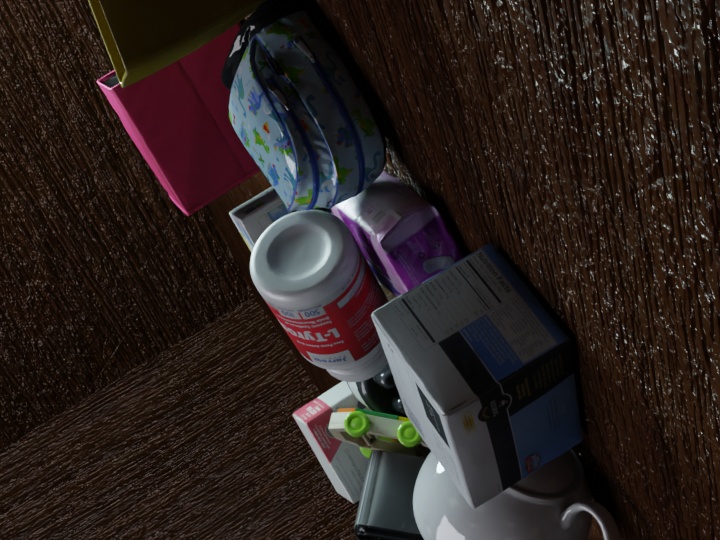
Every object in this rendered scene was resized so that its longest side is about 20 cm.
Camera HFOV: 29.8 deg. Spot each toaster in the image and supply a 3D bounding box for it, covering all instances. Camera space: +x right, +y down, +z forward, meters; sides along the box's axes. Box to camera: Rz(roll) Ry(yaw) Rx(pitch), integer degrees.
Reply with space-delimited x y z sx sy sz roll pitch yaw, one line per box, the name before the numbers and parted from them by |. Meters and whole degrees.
toaster | 0.080 0.319 1.780 0.181 0.200 0.119 79 -159 -71

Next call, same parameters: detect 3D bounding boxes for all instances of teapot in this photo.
teapot | 0.158 0.219 1.368 0.197 0.200 0.146 -73 4 -57

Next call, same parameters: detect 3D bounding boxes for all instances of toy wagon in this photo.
toy wagon | 0.061 0.221 1.756 0.155 0.200 0.040 67 -146 -70

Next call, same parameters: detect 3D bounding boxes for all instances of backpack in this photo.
backpack | -0.058 -0.157 1.373 0.200 0.154 0.163 46 151 6

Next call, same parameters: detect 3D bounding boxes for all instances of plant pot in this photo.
plant pot | -0.190 -0.313 1.351 0.200 0.176 0.200 -163 52 -78

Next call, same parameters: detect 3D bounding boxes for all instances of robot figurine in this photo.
robot figurine | 0.044 0.136 1.807 0.200 0.125 0.151 -159 74 -76

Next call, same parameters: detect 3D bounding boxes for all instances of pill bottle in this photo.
pill bottle | -0.032 0.034 1.427 0.112 0.112 0.200 53 175 38

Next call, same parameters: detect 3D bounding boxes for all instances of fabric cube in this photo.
fabric cube | -0.221 -0.222 1.866 0.200 0.200 0.196 59 171 -17

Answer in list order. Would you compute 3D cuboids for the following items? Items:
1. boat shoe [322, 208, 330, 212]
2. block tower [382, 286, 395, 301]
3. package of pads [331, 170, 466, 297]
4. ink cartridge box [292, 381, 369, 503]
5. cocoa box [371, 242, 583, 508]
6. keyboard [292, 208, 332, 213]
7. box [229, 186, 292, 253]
boat shoe | 0.002 -0.013 1.762 0.202 0.063 0.074 58 169 -1
block tower | 0.068 0.050 1.609 0.054 0.058 0.200 62 173 -21
package of pads | 0.040 -0.031 1.400 0.121 0.076 0.200 57 174 -24
ink cartridge box | 0.028 0.219 1.951 0.146 0.200 0.085 60 166 -11
cocoa box | 0.112 0.100 1.243 0.133 0.131 0.200 54 171 34
keyboard | -0.045 -0.098 1.664 0.127 0.021 0.200 63 155 12
box | -0.094 -0.020 1.979 0.200 0.101 0.112 61 171 -14
